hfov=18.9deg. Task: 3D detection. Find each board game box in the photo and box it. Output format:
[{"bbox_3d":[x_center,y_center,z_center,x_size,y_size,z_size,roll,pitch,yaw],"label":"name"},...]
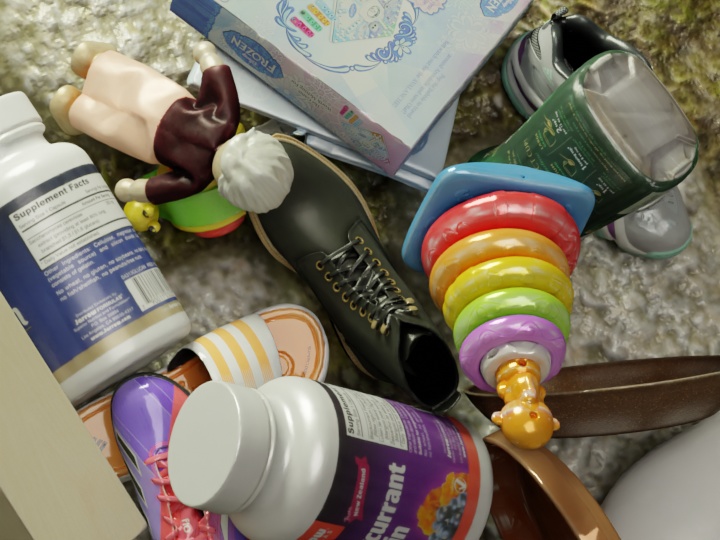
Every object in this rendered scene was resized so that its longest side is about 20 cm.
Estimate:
[{"bbox_3d":[-0.001,-0.194,1.548,0.199,0.043,0.200,37,53,3],"label":"board game box"}]

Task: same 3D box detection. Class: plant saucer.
[{"bbox_3d":[0.172,0.088,1.493,0.200,0.200,0.037,-8,93,-15],"label":"plant saucer"},{"bbox_3d":[0.143,0.194,1.457,0.032,0.200,0.201,-28,86,-13],"label":"plant saucer"}]

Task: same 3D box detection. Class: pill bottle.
[{"bbox_3d":[-0.211,-0.016,1.463,0.111,0.111,0.200,-31,86,-18],"label":"pill bottle"},{"bbox_3d":[-0.021,0.132,1.416,0.200,0.111,0.112,16,73,-34],"label":"pill bottle"}]

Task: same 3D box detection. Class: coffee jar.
[{"bbox_3d":[0.138,-0.064,1.516,0.085,0.200,0.104,-35,88,-41],"label":"coffee jar"}]

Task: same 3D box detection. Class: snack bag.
[{"bbox_3d":[-0.018,-0.162,1.561,0.200,0.021,0.189,20,55,-10],"label":"snack bag"}]

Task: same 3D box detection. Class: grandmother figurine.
[{"bbox_3d":[-0.122,-0.096,1.466,0.061,0.200,0.121,5,111,-52],"label":"grandmother figurine"}]

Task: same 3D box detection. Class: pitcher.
[{"bbox_3d":[0.267,0.181,1.536,0.172,0.121,0.200,41,62,2],"label":"pitcher"}]

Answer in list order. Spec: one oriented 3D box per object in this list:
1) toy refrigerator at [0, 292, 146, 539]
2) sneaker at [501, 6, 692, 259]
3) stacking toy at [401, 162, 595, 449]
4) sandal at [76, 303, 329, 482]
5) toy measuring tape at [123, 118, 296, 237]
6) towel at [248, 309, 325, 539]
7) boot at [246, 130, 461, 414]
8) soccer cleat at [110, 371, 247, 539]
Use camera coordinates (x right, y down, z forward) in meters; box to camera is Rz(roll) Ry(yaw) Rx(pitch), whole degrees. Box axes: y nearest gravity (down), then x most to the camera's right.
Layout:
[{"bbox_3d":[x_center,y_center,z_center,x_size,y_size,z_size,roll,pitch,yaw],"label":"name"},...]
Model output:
[{"bbox_3d":[-0.232,0.108,1.407,0.076,0.070,0.200,-39,103,-35],"label":"toy refrigerator"},{"bbox_3d":[0.186,-0.101,1.562,0.078,0.140,0.200,-39,89,-19],"label":"sneaker"},{"bbox_3d":[0.099,0.037,1.405,0.116,0.110,0.200,8,47,-16],"label":"stacking toy"},{"bbox_3d":[-0.110,0.090,1.473,0.206,0.059,0.079,-27,85,-14],"label":"sandal"},{"bbox_3d":[-0.075,-0.076,1.527,0.200,0.074,0.074,-28,86,-18],"label":"toy measuring tape"},{"bbox_3d":[-0.060,0.146,1.512,0.145,0.022,0.200,-40,88,-16],"label":"towel"},{"bbox_3d":[0.000,0.000,1.464,0.077,0.138,0.200,-39,110,-5],"label":"boot"},{"bbox_3d":[-0.113,0.163,1.430,0.068,0.073,0.200,-18,104,7],"label":"soccer cleat"}]
